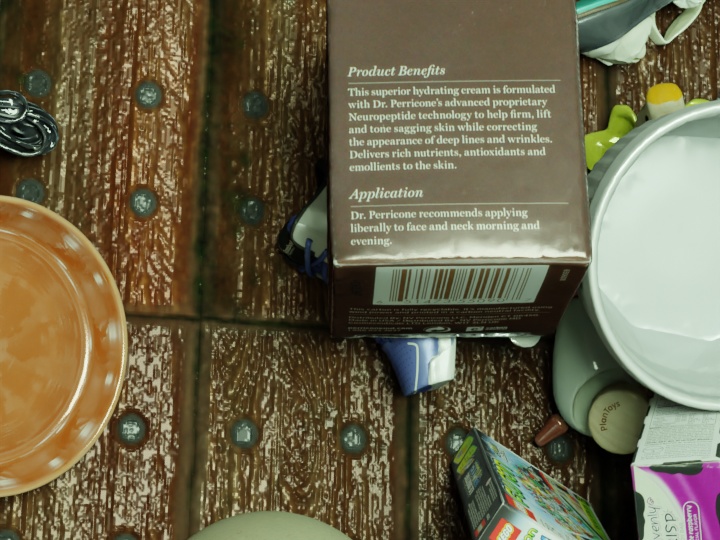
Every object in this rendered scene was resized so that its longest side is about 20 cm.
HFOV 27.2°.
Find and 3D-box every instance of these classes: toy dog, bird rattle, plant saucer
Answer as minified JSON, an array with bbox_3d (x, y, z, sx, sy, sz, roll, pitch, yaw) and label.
[{"bbox_3d":[0.145,0.052,1.116,0.095,0.132,0.202,-27,76,13],"label":"toy dog"},{"bbox_3d":[0.227,-0.048,1.128,0.111,0.164,0.202,-1,63,4],"label":"bird rattle"},{"bbox_3d":[-0.252,0.051,1.010,0.198,0.032,0.203,3,85,-37],"label":"plant saucer"}]

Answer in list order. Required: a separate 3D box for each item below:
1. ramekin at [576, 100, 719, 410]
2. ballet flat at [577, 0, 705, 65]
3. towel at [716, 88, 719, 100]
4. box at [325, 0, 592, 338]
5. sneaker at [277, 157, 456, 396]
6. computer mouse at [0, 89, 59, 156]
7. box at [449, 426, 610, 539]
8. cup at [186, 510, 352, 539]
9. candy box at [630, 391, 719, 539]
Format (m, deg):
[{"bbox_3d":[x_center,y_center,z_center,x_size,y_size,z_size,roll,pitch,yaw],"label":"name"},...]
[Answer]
[{"bbox_3d":[0.234,-0.015,1.003,0.197,0.105,0.203,-1,99,-7],"label":"ramekin"},{"bbox_3d":[0.225,-0.209,1.210,0.199,0.073,0.074,-32,87,-28],"label":"ballet flat"},{"bbox_3d":[0.363,-0.046,1.201,0.163,0.086,0.203,2,77,-14],"label":"towel"},{"bbox_3d":[0.058,-0.072,0.997,0.163,0.164,0.203,0,72,-1],"label":"box"},{"bbox_3d":[0.000,-0.001,1.104,0.114,0.081,0.202,-8,76,-10],"label":"sneaker"},{"bbox_3d":[-0.295,-0.035,1.034,0.137,0.052,0.203,20,75,-36],"label":"computer mouse"},{"bbox_3d":[0.122,0.174,1.027,0.109,0.200,0.035,33,96,-6],"label":"box"},{"bbox_3d":[-0.048,0.257,0.990,0.197,0.143,0.203,4,76,-15],"label":"cup"},{"bbox_3d":[0.227,0.159,1.007,0.060,0.200,0.138,-4,102,18],"label":"candy box"}]
